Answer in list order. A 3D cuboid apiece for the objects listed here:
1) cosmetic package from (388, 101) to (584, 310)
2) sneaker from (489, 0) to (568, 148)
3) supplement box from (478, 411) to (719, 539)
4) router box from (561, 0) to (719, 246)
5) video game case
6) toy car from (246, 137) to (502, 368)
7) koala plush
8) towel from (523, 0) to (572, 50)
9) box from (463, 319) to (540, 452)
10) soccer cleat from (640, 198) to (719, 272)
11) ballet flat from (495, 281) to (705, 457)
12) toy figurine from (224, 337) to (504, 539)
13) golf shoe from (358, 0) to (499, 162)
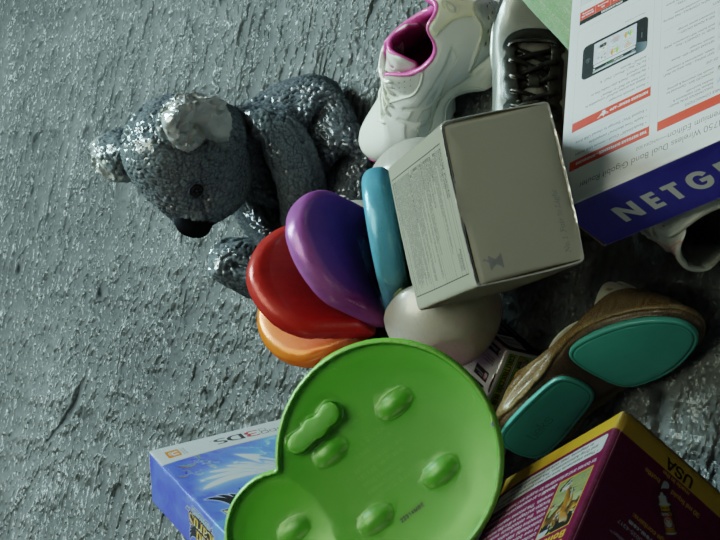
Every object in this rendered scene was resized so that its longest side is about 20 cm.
[{"bbox_3d":[0.076,-0.037,1.481,0.200,0.072,0.105,156,102,-80],"label":"cosmetic package"},{"bbox_3d":[0.124,-0.113,1.614,0.079,0.073,0.202,61,-150,-79],"label":"sneaker"},{"bbox_3d":[0.126,0.205,1.403,0.131,0.103,0.201,-35,19,48],"label":"supplement box"},{"bbox_3d":[0.215,-0.131,1.437,0.199,0.049,0.181,-23,47,39],"label":"router box"},{"bbox_3d":[-0.035,0.166,1.689,0.200,0.180,0.046,36,134,57],"label":"video game case"},{"bbox_3d":[0.000,0.000,1.655,0.200,0.149,0.176,-42,42,40],"label":"toy car"},{"bbox_3d":[-0.110,-0.088,1.894,0.177,0.199,0.186,-16,65,56],"label":"koala plush"},{"bbox_3d":[0.190,-0.220,1.541,0.153,0.023,0.200,48,129,11],"label":"towel"},{"bbox_3d":[0.056,0.068,1.718,0.200,0.034,0.111,44,116,56],"label":"box"},{"bbox_3d":[0.201,-0.039,1.485,0.199,0.068,0.086,-9,61,53],"label":"soccer cleat"},{"bbox_3d":[0.157,0.052,1.542,0.200,0.067,0.073,-47,22,46],"label":"ballet flat"},{"bbox_3d":[0.019,0.136,1.558,0.200,0.184,0.151,-38,80,10],"label":"toy figurine"},{"bbox_3d":[0.042,-0.151,1.773,0.200,0.091,0.076,-44,45,45],"label":"golf shoe"}]
